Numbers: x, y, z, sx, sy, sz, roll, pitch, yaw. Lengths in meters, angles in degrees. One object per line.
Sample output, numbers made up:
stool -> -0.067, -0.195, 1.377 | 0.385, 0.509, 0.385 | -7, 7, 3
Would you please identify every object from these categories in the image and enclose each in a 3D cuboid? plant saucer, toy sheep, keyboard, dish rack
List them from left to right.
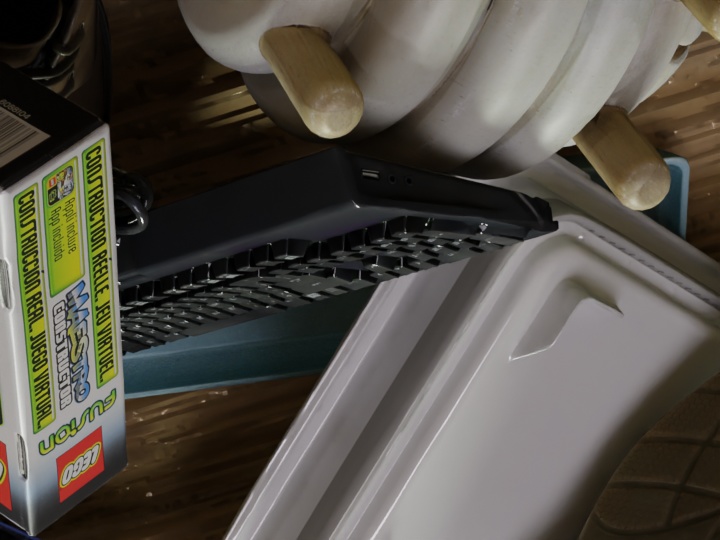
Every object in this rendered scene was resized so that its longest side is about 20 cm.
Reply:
keyboard -> -0.054, -0.001, 0.702 | 0.127, 0.021, 0.200 | 12, 162, -35
plant saucer -> 0.000, 0.000, 0.820 | 0.199, 0.019, 0.070 | -8, 131, -4
toy sheep -> 0.027, -0.082, 0.679 | 0.200, 0.138, 0.138 | 16, 126, -33
dish rack -> 0.058, 0.067, 0.798 | 0.200, 0.044, 0.172 | 27, 95, -51

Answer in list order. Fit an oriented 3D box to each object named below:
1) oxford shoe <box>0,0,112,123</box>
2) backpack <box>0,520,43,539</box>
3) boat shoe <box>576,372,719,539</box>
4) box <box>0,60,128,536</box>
oxford shoe -> -0.100, -0.066, 0.702 | 0.072, 0.085, 0.200 | -7, 133, -7
backpack -> -0.185, 0.163, 0.805 | 0.183, 0.200, 0.147 | 33, 142, -30
boat shoe -> 0.100, 0.094, 0.776 | 0.200, 0.072, 0.068 | -45, 146, -4
box -> -0.142, -0.028, 0.669 | 0.035, 0.200, 0.110 | -37, 144, -35
